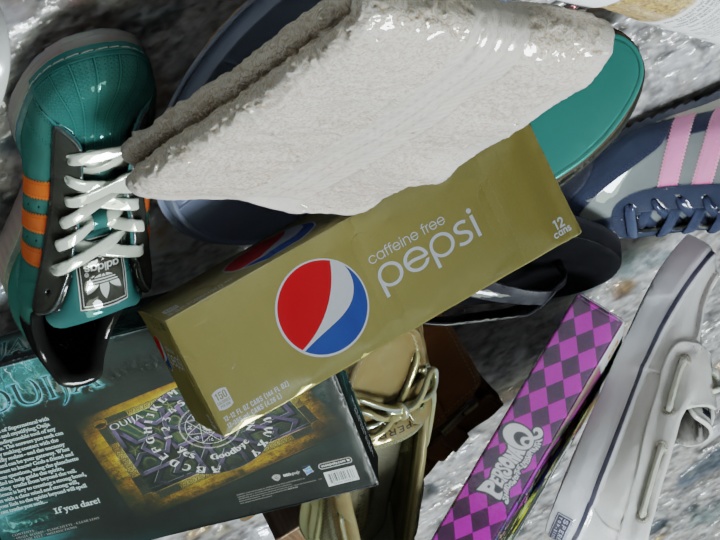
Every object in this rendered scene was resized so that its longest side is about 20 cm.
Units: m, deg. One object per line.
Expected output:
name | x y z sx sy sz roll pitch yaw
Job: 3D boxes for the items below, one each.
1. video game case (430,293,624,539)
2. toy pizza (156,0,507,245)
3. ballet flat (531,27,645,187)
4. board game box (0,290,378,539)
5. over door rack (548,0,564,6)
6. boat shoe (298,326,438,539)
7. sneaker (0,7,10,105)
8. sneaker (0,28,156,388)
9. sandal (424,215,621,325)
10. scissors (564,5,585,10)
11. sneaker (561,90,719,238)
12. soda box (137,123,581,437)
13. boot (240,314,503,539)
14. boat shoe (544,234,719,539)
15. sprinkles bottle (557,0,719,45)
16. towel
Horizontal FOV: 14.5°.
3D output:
video game case | 0.084 0.117 1.593 0.201 0.036 0.181 -59 172 -6
toy pizza | -0.017 -0.092 1.318 0.199 0.032 0.201 -30 151 -18
ballet flat | 0.058 -0.049 1.422 0.200 0.068 0.068 -43 -173 -10
board game box | -0.104 0.075 1.427 0.199 0.028 0.136 -14 125 9
over door rack | 0.081 -0.169 1.250 0.199 0.067 0.148 -35 149 -6
boat shoe | 0.010 0.094 1.500 0.073 0.063 0.201 -19 140 -29
sneaker | -0.222 -0.039 1.222 0.099 0.071 0.201 -6 138 -30
sneaker | -0.122 -0.025 1.304 0.071 0.080 0.201 -12 147 -21
sandal | 0.045 0.009 1.502 0.199 0.043 0.076 -5 154 -20
scissors | 0.092 -0.118 1.369 0.199 0.014 0.073 -29 149 -23
sneaker | 0.194 -0.046 1.524 0.199 0.082 0.070 -24 151 4
soda box | 0.000 0.000 1.336 0.199 0.064 0.068 -30 -169 -12
boot | -0.012 0.075 1.575 0.154 0.074 0.200 -36 151 4
boat shoe | 0.166 0.071 1.556 0.072 0.065 0.201 102 13 -56
sprinkles bottle | 0.141 -0.135 1.226 0.068 0.068 0.199 -43 152 26
towel | -0.002 -0.068 1.203 0.132 0.035 0.200 4 159 -35
